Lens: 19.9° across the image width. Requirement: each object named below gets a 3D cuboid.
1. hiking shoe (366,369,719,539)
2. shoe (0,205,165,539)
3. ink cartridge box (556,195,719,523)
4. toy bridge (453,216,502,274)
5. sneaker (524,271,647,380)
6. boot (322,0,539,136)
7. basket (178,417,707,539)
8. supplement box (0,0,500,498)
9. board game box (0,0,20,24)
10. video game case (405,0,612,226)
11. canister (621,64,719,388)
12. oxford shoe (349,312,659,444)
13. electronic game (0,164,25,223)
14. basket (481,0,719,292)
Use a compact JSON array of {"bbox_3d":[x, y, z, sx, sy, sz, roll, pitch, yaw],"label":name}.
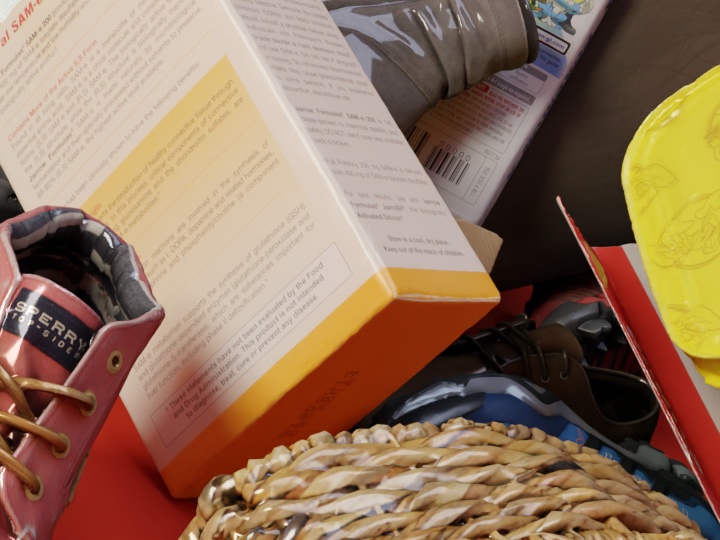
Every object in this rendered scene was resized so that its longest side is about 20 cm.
[{"bbox_3d":[0.082,0.097,0.802,0.199,0.075,0.087,16,23,-37],"label":"hiking shoe"},{"bbox_3d":[-0.112,0.047,0.607,0.071,0.091,0.200,28,19,-6],"label":"shoe"},{"bbox_3d":[0.151,0.056,0.850,0.162,0.050,0.200,65,6,23],"label":"ink cartridge box"},{"bbox_3d":[0.000,0.000,0.920,0.027,0.068,0.200,22,-1,-24],"label":"toy bridge"},{"bbox_3d":[0.117,0.022,1.058,0.097,0.071,0.200,30,21,23],"label":"sneaker"},{"bbox_3d":[-0.024,-0.136,0.902,0.200,0.131,0.070,51,-17,10],"label":"boot"},{"bbox_3d":[0.049,0.136,0.542,0.199,0.143,0.149,14,24,-40],"label":"basket"},{"bbox_3d":[-0.054,-0.034,0.768,0.073,0.126,0.201,2,53,-54],"label":"supplement box"},{"bbox_3d":[-0.126,-0.086,0.935,0.199,0.028,0.135,35,-10,11],"label":"board game box"},{"bbox_3d":[0.010,-0.139,0.939,0.199,0.183,0.022,29,-13,10],"label":"video game case"},{"bbox_3d":[0.206,0.023,0.864,0.200,0.086,0.149,39,27,-36],"label":"canister"},{"bbox_3d":[0.046,0.050,0.857,0.199,0.085,0.073,12,27,-40],"label":"oxford shoe"},{"bbox_3d":[-0.159,-0.043,0.848,0.199,0.042,0.200,27,19,-10],"label":"electronic game"},{"bbox_3d":[0.119,-0.077,0.993,0.136,0.198,0.182,-160,-131,-84],"label":"basket"}]
